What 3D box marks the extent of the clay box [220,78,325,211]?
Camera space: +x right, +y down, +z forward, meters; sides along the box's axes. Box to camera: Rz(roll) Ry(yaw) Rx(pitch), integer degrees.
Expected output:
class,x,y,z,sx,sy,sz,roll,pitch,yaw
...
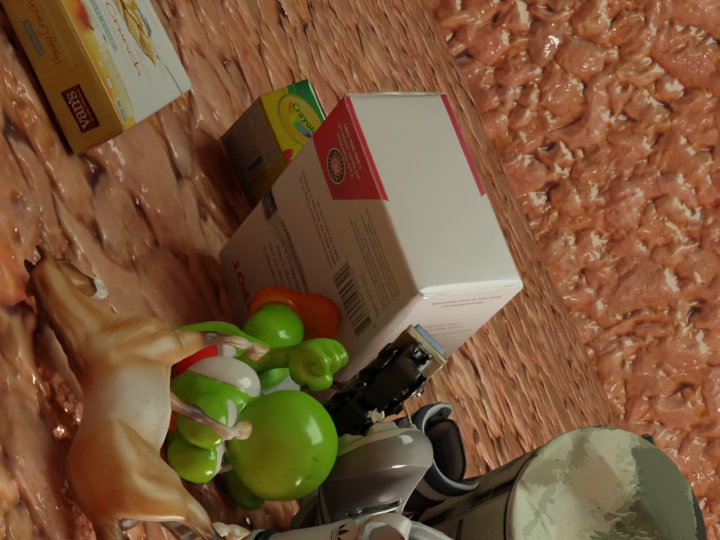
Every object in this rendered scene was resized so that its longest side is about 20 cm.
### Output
class,x,y,z,sx,sy,sz,roll,pitch,yaw
clay box,-0.033,-0.029,1.363,0.201,0.047,0.115,66,-21,2

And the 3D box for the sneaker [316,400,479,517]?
class,x,y,z,sx,sy,sz,roll,pitch,yaw
sneaker,0.034,0.142,1.293,0.070,0.108,0.200,68,12,11

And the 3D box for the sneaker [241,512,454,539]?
class,x,y,z,sx,sy,sz,roll,pitch,yaw
sneaker,0.017,0.215,1.033,0.200,0.114,0.075,59,24,-26

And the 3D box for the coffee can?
class,x,y,z,sx,sy,sz,roll,pitch,yaw
coffee can,0.126,0.201,1.271,0.147,0.146,0.200,68,-26,9

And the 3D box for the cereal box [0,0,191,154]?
class,x,y,z,sx,sy,sz,roll,pitch,yaw
cereal box,-0.169,-0.158,1.149,0.144,0.039,0.200,64,12,-10

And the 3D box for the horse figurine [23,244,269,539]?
class,x,y,z,sx,sy,sz,roll,pitch,yaw
horse figurine,-0.101,0.083,0.897,0.132,0.050,0.201,25,45,-33

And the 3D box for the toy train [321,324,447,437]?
class,x,y,z,sx,sy,sz,roll,pitch,yaw
toy train,-0.001,0.081,1.100,0.034,0.200,0.046,46,54,0

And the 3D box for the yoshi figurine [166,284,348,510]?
class,x,y,z,sx,sy,sz,roll,pitch,yaw
yoshi figurine,-0.050,0.080,1.054,0.200,0.111,0.113,-60,131,-72

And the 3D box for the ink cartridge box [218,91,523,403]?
class,x,y,z,sx,sy,sz,roll,pitch,yaw
ink cartridge box,0.000,0.000,1.189,0.084,0.200,0.145,-5,63,-33

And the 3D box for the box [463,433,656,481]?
class,x,y,z,sx,sy,sz,roll,pitch,yaw
box,0.169,0.254,1.442,0.104,0.181,0.201,94,-17,-56

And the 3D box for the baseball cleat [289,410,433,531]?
class,x,y,z,sx,sy,sz,roll,pitch,yaw
baseball cleat,0.008,0.157,1.083,0.200,0.069,0.107,114,-37,-66
